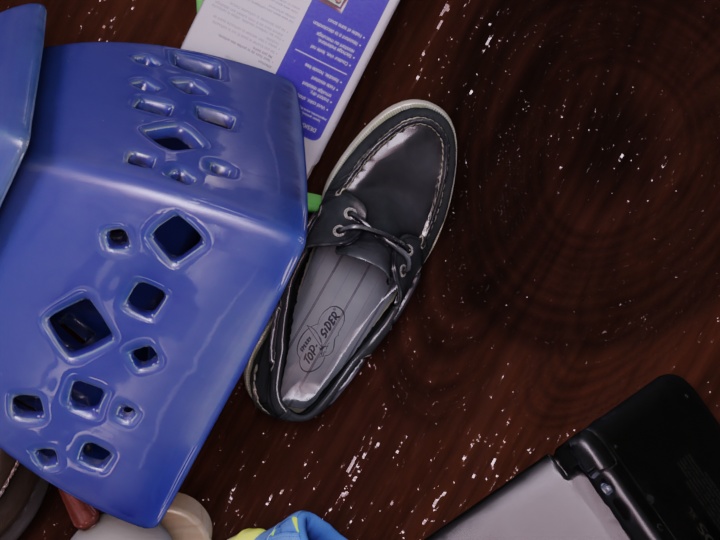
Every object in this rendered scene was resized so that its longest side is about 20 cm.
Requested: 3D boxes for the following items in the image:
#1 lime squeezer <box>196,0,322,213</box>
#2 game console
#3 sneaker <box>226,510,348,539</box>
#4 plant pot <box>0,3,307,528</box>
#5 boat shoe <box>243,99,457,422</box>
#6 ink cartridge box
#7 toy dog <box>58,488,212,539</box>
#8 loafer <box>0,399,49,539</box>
[{"bbox_3d":[-0.055,-0.079,1.544,0.071,0.038,0.200,-39,84,2],"label":"lime squeezer"},{"bbox_3d":[0.156,0.186,1.484,0.116,0.176,0.200,-38,84,38],"label":"game console"},{"bbox_3d":[-0.007,0.220,1.488,0.105,0.076,0.200,-41,82,31],"label":"sneaker"},{"bbox_3d":[-0.149,-0.015,1.419,0.180,0.200,0.200,22,115,-14],"label":"plant pot"},{"bbox_3d":[-0.002,-0.001,1.505,0.074,0.066,0.199,33,97,-13],"label":"boat shoe"},{"bbox_3d":[-0.036,-0.145,1.497,0.099,0.039,0.200,27,110,-4],"label":"ink cartridge box"},{"bbox_3d":[-0.175,0.187,1.493,0.200,0.132,0.096,-44,103,1],"label":"toy dog"},{"bbox_3d":[-0.245,0.144,1.520,0.073,0.071,0.200,34,91,35],"label":"loafer"}]
